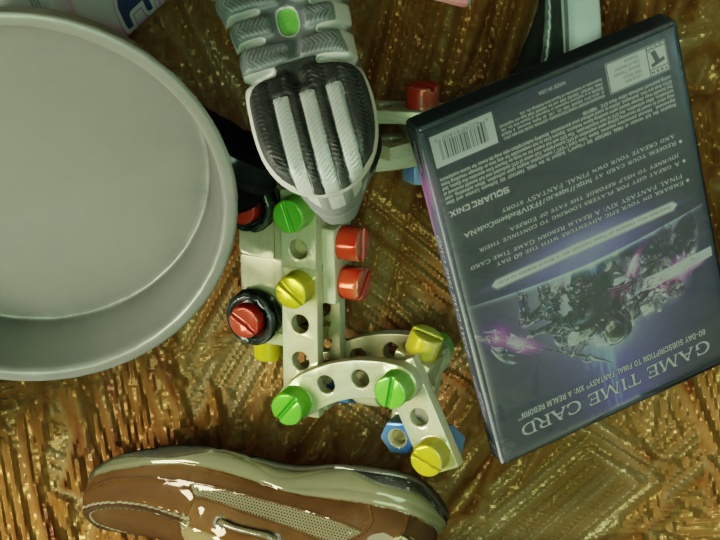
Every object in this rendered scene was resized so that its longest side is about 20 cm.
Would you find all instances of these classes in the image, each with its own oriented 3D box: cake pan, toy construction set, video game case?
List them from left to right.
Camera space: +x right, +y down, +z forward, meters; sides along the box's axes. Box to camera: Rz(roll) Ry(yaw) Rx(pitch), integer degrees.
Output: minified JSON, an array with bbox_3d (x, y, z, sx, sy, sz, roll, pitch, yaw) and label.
[{"bbox_3d":[-0.157,-0.038,0.993,0.199,0.037,0.201,-2,124,-2],"label":"cake pan"},{"bbox_3d":[0.000,0.000,1.101,0.131,0.092,0.201,9,97,24],"label":"toy construction set"},{"bbox_3d":[0.110,-0.013,1.073,0.143,0.019,0.201,-23,121,-13],"label":"video game case"}]

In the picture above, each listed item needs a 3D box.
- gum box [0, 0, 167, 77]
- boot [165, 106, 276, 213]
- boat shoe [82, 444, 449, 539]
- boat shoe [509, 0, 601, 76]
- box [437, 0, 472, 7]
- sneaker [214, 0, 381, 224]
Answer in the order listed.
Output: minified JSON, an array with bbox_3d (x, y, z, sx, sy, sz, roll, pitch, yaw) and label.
[{"bbox_3d":[-0.160,-0.203,0.995,0.066,0.114,0.200,0,126,39],"label":"gum box"},{"bbox_3d":[-0.148,-0.019,1.088,0.200,0.076,0.169,24,103,20],"label":"boot"},{"bbox_3d":[-0.055,0.139,1.115,0.199,0.076,0.074,2,66,22],"label":"boat shoe"},{"bbox_3d":[0.092,-0.065,1.096,0.056,0.069,0.201,2,106,0],"label":"boat shoe"},{"bbox_3d":[-0.024,-0.209,0.913,0.199,0.109,0.128,15,125,13],"label":"box"},{"bbox_3d":[-0.032,-0.114,1.028,0.075,0.116,0.201,-9,71,3],"label":"sneaker"}]
